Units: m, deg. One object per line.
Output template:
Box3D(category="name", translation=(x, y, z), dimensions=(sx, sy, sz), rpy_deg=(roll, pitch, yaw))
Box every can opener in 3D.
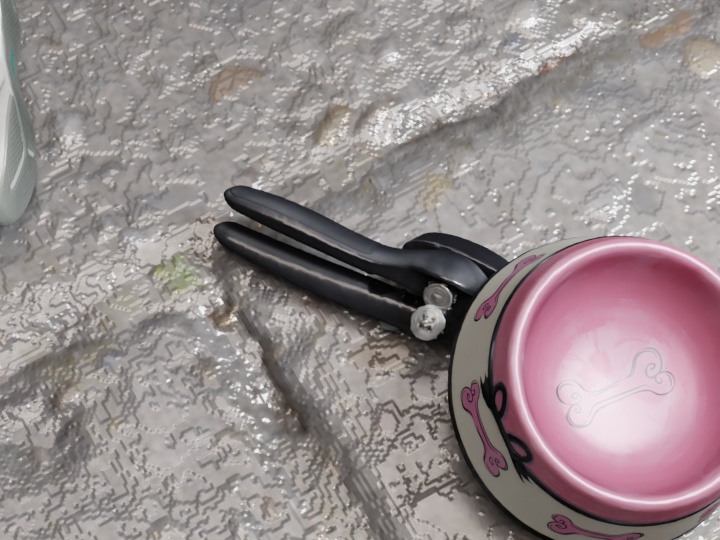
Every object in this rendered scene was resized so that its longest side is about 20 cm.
Box3D(category="can opener", translation=(0.000, 0.000, 1.655), dimensions=(0.200, 0.079, 0.063), rpy_deg=(16, 107, 10))

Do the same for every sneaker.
Box3D(category="sneaker", translation=(-0.256, -0.111, 1.693), dimensions=(0.080, 0.070, 0.200), rpy_deg=(-12, 60, 1))

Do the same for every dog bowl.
Box3D(category="dog bowl", translation=(0.158, 0.068, 1.584), dimensions=(0.200, 0.074, 0.200), rpy_deg=(3, 76, -14))
